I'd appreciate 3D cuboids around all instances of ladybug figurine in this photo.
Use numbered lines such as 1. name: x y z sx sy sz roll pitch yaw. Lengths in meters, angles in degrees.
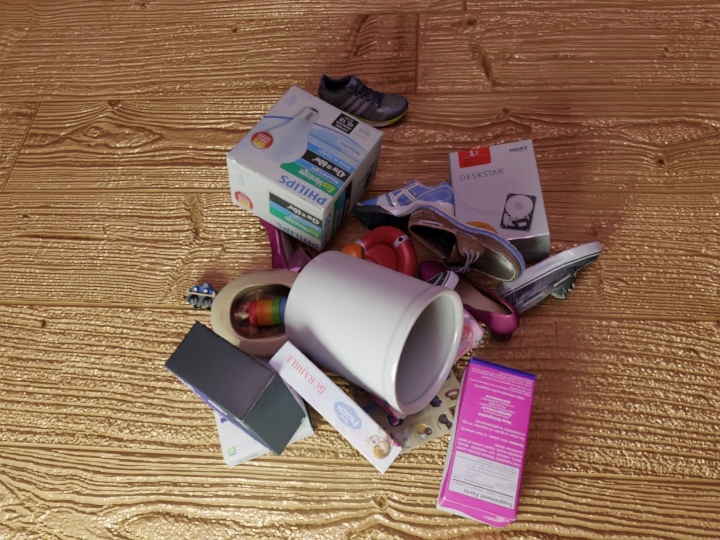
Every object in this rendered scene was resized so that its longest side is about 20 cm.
1. ladybug figurine: -0.138 0.069 0.955 0.196 0.072 0.139 -1 79 8

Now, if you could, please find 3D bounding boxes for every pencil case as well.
1. pencil case: 0.096 0.137 0.908 0.200 0.088 0.087 -44 65 -4

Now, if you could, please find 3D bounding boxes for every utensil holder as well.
1. utensil holder: 0.016 0.076 0.823 0.198 0.171 0.171 21 64 33

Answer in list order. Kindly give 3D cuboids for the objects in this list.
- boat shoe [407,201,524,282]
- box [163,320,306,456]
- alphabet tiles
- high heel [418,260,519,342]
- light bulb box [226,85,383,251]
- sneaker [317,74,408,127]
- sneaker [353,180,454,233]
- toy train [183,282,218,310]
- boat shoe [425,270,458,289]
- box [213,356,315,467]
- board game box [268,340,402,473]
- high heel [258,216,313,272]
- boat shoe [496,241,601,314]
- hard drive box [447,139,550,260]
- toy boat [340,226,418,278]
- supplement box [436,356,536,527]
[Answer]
1. boat shoe: 0.161 -0.031 0.941 0.198 0.073 0.072 29 43 14
2. box: -0.167 0.171 0.836 0.139 0.201 0.079 25 67 20
3. alphabet tiles: 0.068 0.180 0.957 0.164 0.006 0.202 -22 61 -7
4. high heel: 0.174 0.031 0.967 0.199 0.097 0.068 36 71 22
5. light bulb box: -0.095 -0.179 1.038 0.196 0.125 0.201 29 61 11
6. sneaker: 0.000 -0.349 1.212 0.196 0.081 0.075 8 62 11
7. sneaker: 0.079 -0.112 1.062 0.197 0.076 0.078 2 60 29
8. toy train: -0.216 0.049 1.034 0.196 0.034 0.047 5 70 14
9. boat shoe: 0.063 0.057 0.943 0.199 0.074 0.068 -40 99 16
10. box: -0.168 0.191 0.961 0.142 0.037 0.202 -19 62 -5
11. board game box: -0.027 0.194 0.828 0.199 0.200 0.041 41 79 13
12. high heel: -0.161 -0.041 1.077 0.096 0.067 0.201 -45 53 8
13. boat shoe: 0.321 0.015 0.993 0.197 0.072 0.072 -25 84 -9
14. hard drive box: 0.239 -0.117 1.049 0.153 0.077 0.203 -8 59 12
15. toy boat: 0.000 0.000 0.984 0.198 0.131 0.131 -33 63 -5
16. supplement box: 0.179 0.245 0.852 0.102 0.102 0.203 15 64 8
